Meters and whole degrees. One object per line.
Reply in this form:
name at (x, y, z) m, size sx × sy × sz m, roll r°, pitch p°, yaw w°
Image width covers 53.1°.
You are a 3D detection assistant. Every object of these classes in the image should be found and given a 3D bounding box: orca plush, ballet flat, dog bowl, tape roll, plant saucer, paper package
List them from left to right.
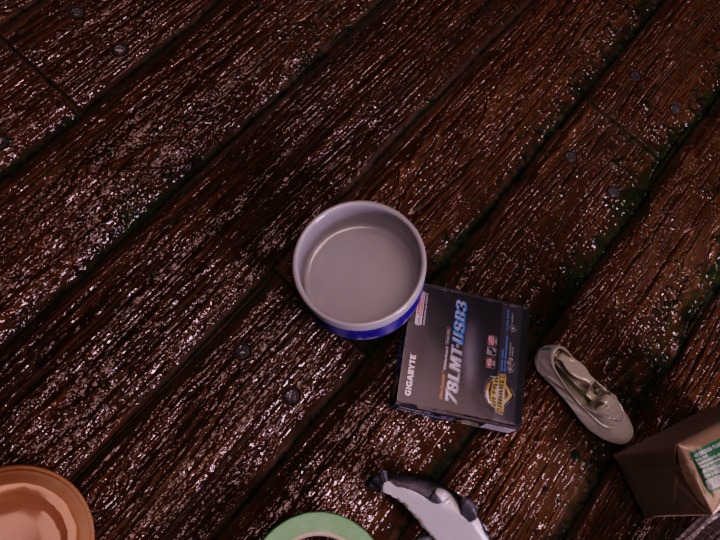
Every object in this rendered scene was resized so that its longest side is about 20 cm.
plant saucer at (-0.433, 0.345, 0.894) m, size 0.198 × 0.037 × 0.202 m, roll 9°, pitch 70°, yaw -27°
tape roll at (-0.060, 0.430, 0.964) m, size 0.198 × 0.048 × 0.202 m, roll 4°, pitch 70°, yaw -11°
dog bowl at (0.000, 0.000, 1.092) m, size 0.198 × 0.079 × 0.202 m, roll -1°, pitch 69°, yaw 3°
orca plush at (0.102, 0.336, 1.038) m, size 0.198 × 0.071 × 0.106 m, roll 21°, pitch 112°, yaw 1°
ballet flat at (0.357, 0.194, 1.128) m, size 0.200 × 0.069 × 0.069 m, roll 45°, pitch 68°, yaw 6°
paper package at (0.513, 0.273, 1.064) m, size 0.198 × 0.191 × 0.104 m, roll -19°, pitch 75°, yaw -16°

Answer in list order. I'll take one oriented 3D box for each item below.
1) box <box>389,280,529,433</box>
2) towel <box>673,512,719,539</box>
box at (0.157, 0.133, 1.118) m, size 0.197 × 0.050 × 0.202 m, roll 14°, pitch 68°, yaw -7°
towel at (0.528, 0.470, 1.053) m, size 0.199 × 0.086 × 0.166 m, roll -31°, pitch 80°, yaw -20°
